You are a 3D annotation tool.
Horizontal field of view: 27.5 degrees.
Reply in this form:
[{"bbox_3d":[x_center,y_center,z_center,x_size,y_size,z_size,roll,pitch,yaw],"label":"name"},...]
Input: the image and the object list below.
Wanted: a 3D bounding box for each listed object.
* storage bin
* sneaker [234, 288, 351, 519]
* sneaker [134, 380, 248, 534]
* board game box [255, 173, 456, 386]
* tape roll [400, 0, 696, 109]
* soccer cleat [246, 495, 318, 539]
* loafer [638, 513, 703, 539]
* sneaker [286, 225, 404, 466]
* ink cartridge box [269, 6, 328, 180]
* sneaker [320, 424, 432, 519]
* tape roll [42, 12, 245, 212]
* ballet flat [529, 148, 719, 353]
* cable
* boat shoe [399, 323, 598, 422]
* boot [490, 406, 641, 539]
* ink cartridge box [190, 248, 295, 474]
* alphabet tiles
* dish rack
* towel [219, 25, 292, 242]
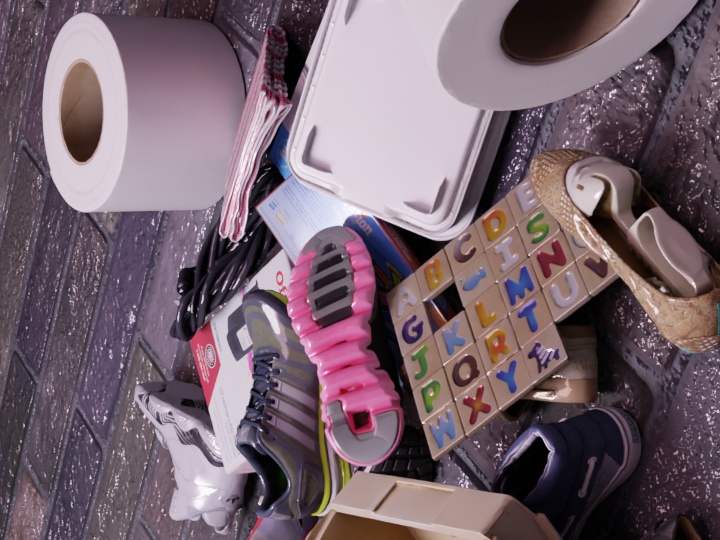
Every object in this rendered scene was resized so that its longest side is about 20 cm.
[{"bbox_3d":[0.080,0.252,1.080,0.199,0.094,0.199,-2,130,55],"label":"storage bin"},{"bbox_3d":[-0.067,0.114,1.227,0.074,0.081,0.202,-21,83,52],"label":"sneaker"},{"bbox_3d":[-0.181,0.192,1.535,0.199,0.075,0.116,25,110,47],"label":"sneaker"},{"bbox_3d":[0.000,0.000,1.242,0.103,0.019,0.201,-38,85,39],"label":"board game box"},{"bbox_3d":[0.115,-0.223,0.974,0.203,0.201,0.140,-50,53,43],"label":"tape roll"},{"bbox_3d":[-0.067,0.242,1.326,0.076,0.200,0.067,20,125,11],"label":"soccer cleat"},{"bbox_3d":[0.235,0.252,0.965,0.200,0.072,0.073,55,129,35],"label":"loafer"},{"bbox_3d":[-0.004,0.064,1.210,0.078,0.095,0.202,-14,75,15],"label":"sneaker"},{"bbox_3d":[0.002,-0.145,1.263,0.116,0.067,0.201,53,132,37],"label":"ink cartridge box"},{"bbox_3d":[-0.003,0.206,1.294,0.088,0.075,0.201,51,132,47],"label":"sneaker"},{"bbox_3d":[-0.227,-0.162,1.523,0.202,0.138,0.205,5,96,53],"label":"tape roll"},{"bbox_3d":[0.188,-0.032,1.006,0.200,0.070,0.066,50,156,30],"label":"ballet flat"},{"bbox_3d":[-0.123,-0.021,1.398,0.200,0.051,0.164,-43,14,32],"label":"cable"},{"bbox_3d":[0.102,0.086,1.137,0.199,0.071,0.065,-17,78,52],"label":"boat shoe"},{"bbox_3d":[0.123,0.177,1.097,0.073,0.090,0.201,55,134,36],"label":"boot"},{"bbox_3d":[-0.066,0.083,1.361,0.200,0.082,0.147,-42,59,48],"label":"ink cartridge box"},{"bbox_3d":[0.107,0.022,1.099,0.200,0.008,0.168,-41,42,24],"label":"alphabet tiles"},{"bbox_3d":[0.031,-0.134,1.158,0.171,0.044,0.201,22,109,13],"label":"dish rack"},{"bbox_3d":[-0.096,-0.130,1.368,0.200,0.030,0.147,-93,21,-63],"label":"towel"}]
